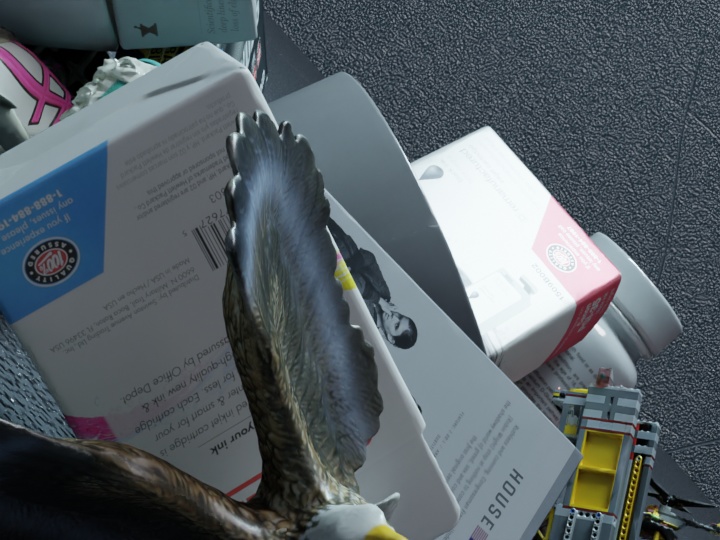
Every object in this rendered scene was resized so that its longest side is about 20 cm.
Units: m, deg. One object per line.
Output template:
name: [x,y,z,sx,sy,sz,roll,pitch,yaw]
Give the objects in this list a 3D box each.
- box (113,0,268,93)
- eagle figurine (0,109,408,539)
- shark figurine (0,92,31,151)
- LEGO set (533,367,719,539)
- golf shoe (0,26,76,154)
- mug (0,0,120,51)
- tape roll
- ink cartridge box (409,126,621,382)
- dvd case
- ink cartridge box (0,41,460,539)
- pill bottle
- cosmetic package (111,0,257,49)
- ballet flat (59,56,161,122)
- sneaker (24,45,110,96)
box: [-0.090,-0.107,0.851,0.160,0.046,0.201,89,6,-47]
eagle figurine: [-0.031,0.068,0.477,0.200,0.151,0.152,49,35,-13]
shark figurine: [-0.191,-0.059,0.589,0.214,0.089,0.129,-4,86,-70]
LEGO set: [0.112,0.125,0.889,0.153,0.117,0.200,2,-25,34]
golf shoe: [-0.161,-0.061,0.733,0.092,0.073,0.200,50,8,5]
mug: [-0.197,-0.188,0.783,0.187,0.152,0.150,-92,178,-65]
tape roll: [0.000,0.000,0.814,0.200,0.066,0.201,156,-90,-84]
ink cartridge box: [0.045,0.014,0.991,0.147,0.199,0.083,50,-34,18]
dvd case: [-0.004,0.078,0.679,0.200,0.151,0.025,45,-24,-20]
ink cartridge box: [-0.055,0.033,0.578,0.201,0.115,0.068,64,-10,-22]
pill bottle: [0.126,0.072,1.110,0.114,0.200,0.113,49,1,-1]
cosmetic package: [-0.087,-0.213,0.773,0.102,0.073,0.201,88,-2,-49]
ballet flat: [-0.106,-0.008,0.714,0.201,0.071,0.072,84,-21,-44]
sneaker: [-0.179,-0.111,0.913,0.085,0.077,0.200,48,-4,44]
